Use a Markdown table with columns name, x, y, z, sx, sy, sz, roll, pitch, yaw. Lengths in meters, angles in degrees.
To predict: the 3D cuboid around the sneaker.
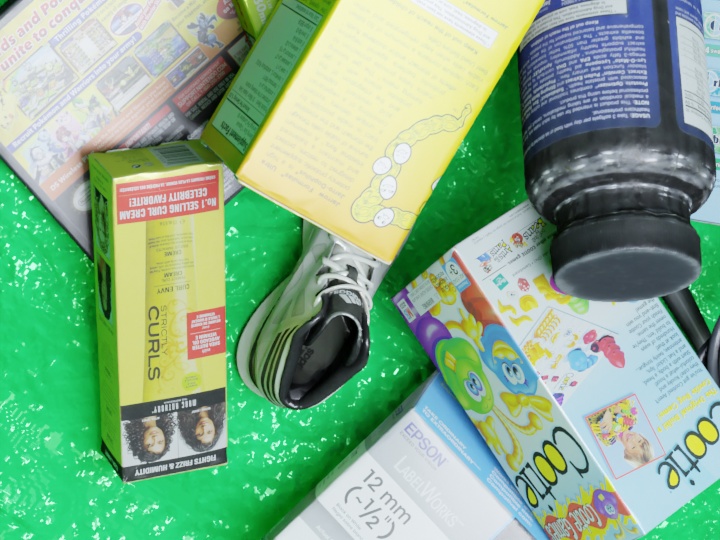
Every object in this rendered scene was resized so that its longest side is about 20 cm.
| name | x | y | z | sx | sy | sz | roll | pitch | yaw |
| --- | --- | --- | --- | --- | --- | --- | --- | --- | --- |
| sneaker | 0.000 | 0.000 | 1.434 | 0.075 | 0.115 | 0.201 | 27 | 91 | -21 |

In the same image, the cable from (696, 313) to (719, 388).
| name | x | y | z | sx | sy | sz | roll | pitch | yaw |
| --- | --- | --- | --- | --- | --- | --- | --- | --- | --- |
| cable | 0.273 | 0.040 | 1.524 | 0.163 | 0.051 | 0.201 | -24 | 135 | -31 |

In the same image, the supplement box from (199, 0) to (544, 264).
| name | x | y | z | sx | sy | sz | roll | pitch | yaw |
| --- | --- | --- | --- | --- | --- | --- | --- | --- | --- |
| supplement box | 0.010 | -0.124 | 1.335 | 0.109 | 0.109 | 0.201 | 29 | 96 | -20 |

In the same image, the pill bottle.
| name | x | y | z | sx | sy | sz | roll | pitch | yaw |
| --- | --- | --- | --- | --- | --- | --- | --- | --- | --- |
| pill bottle | 0.148 | -0.090 | 1.350 | 0.111 | 0.112 | 0.201 | 7 | 68 | -19 |

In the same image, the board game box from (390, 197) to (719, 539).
| name | x | y | z | sx | sy | sz | roll | pitch | yaw |
| --- | --- | --- | --- | --- | --- | --- | --- | --- | --- |
| board game box | 0.127 | 0.062 | 1.408 | 0.105 | 0.103 | 0.201 | -31 | 85 | -28 |

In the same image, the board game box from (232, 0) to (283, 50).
| name | x | y | z | sx | sy | sz | roll | pitch | yaw |
| --- | --- | --- | --- | --- | --- | --- | --- | --- | --- |
| board game box | 0.015 | -0.203 | 1.399 | 0.199 | 0.048 | 0.102 | -24 | 108 | -8 |

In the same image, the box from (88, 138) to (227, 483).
| name | x | y | z | sx | sy | sz | roll | pitch | yaw |
| --- | --- | --- | --- | --- | --- | --- | --- | --- | --- |
| box | -0.121 | 0.025 | 1.411 | 0.075 | 0.050 | 0.201 | -8 | 114 | -22 |

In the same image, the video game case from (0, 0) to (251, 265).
| name | x | y | z | sx | sy | sz | roll | pitch | yaw |
| --- | --- | --- | --- | --- | --- | --- | --- | --- | --- |
| video game case | -0.129 | -0.118 | 1.416 | 0.200 | 0.025 | 0.181 | -42 | 110 | -6 |

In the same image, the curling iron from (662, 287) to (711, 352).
| name | x | y | z | sx | sy | sz | roll | pitch | yaw |
| --- | --- | --- | --- | --- | --- | --- | --- | --- | --- |
| curling iron | 0.184 | -0.015 | 1.537 | 0.200 | 0.025 | 0.050 | 56 | 44 | -23 |

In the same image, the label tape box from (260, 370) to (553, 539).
| name | x | y | z | sx | sy | sz | roll | pitch | yaw |
| --- | --- | --- | --- | --- | --- | --- | --- | --- | --- |
| label tape box | 0.055 | 0.157 | 1.448 | 0.200 | 0.066 | 0.143 | -43 | 92 | 4 |

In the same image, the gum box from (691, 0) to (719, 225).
| name | x | y | z | sx | sy | sz | roll | pitch | yaw |
| --- | --- | --- | --- | --- | --- | --- | --- | --- | --- |
| gum box | 0.272 | -0.134 | 1.492 | 0.170 | 0.044 | 0.201 | -7 | 104 | -52 |
